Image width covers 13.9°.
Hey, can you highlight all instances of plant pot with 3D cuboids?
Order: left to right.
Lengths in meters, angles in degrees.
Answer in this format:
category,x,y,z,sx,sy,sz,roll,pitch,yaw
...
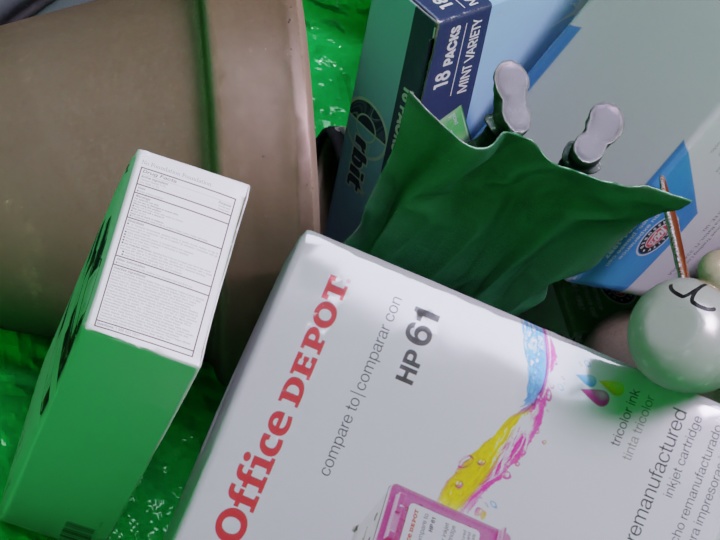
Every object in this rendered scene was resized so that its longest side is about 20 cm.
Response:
category,x,y,z,sx,sy,sz,roll,pitch,yaw
plant pot,-0.112,-0.044,1.297,0.174,0.200,0.200,-3,47,-5

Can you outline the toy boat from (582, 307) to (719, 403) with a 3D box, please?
category,x,y,z,sx,sy,sz,roll,pitch,yaw
toy boat,0.172,0.107,1.316,0.200,0.131,0.131,18,16,-27

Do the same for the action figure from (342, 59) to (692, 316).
category,x,y,z,sx,sy,sz,roll,pitch,yaw
action figure,0.038,-0.014,1.196,0.118,0.200,0.055,24,58,-11

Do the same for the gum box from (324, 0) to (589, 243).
category,x,y,z,sx,sy,sz,roll,pitch,yaw
gum box,0.081,-0.081,1.304,0.200,0.170,0.045,-24,53,-34

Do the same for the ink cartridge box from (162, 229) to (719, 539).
category,x,y,z,sx,sy,sz,roll,pitch,yaw
ink cartridge box,0.035,0.092,1.164,0.200,0.085,0.145,22,77,-1

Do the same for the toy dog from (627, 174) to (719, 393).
category,x,y,z,sx,sy,sz,roll,pitch,yaw
toy dog,0.173,0.005,1.186,0.132,0.096,0.200,23,9,2

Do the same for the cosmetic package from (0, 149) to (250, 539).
category,x,y,z,sx,sy,sz,roll,pitch,yaw
cosmetic package,-0.098,0.036,1.181,0.051,0.200,0.083,20,60,-7

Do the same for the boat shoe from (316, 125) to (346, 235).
category,x,y,z,sx,sy,sz,roll,pitch,yaw
boat shoe,0.000,0.000,1.373,0.060,0.074,0.200,17,39,-10

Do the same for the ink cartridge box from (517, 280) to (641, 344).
category,x,y,z,sx,sy,sz,roll,pitch,yaw
ink cartridge box,0.163,0.011,1.435,0.200,0.083,0.147,5,46,-21

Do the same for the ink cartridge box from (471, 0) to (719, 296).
category,x,y,z,sx,sy,sz,roll,pitch,yaw
ink cartridge box,0.160,-0.063,1.285,0.084,0.145,0.200,49,21,28

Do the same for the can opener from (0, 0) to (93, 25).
category,x,y,z,sx,sy,sz,roll,pitch,yaw
can opener,-0.159,-0.113,1.352,0.200,0.066,0.053,-34,71,-2
